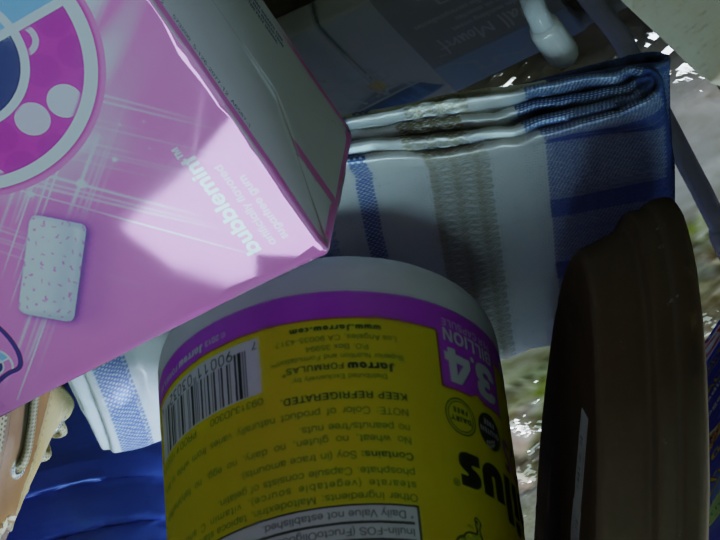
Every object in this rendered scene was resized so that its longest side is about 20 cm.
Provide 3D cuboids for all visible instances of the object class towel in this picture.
[{"bbox_3d":[0.000,0.000,0.792,0.199,0.024,0.147,-12,148,1],"label":"towel"}]

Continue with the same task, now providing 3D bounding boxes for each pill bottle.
[{"bbox_3d":[-0.002,0.104,0.737,0.104,0.201,0.104,-4,148,-3],"label":"pill bottle"}]

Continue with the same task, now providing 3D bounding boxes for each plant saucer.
[{"bbox_3d":[0.070,0.079,0.741,0.029,0.201,0.200,4,147,-1],"label":"plant saucer"}]

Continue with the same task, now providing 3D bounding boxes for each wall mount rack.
[{"bbox_3d":[0.033,-0.036,0.828,0.199,0.075,0.174,-23,149,18],"label":"wall mount rack"}]

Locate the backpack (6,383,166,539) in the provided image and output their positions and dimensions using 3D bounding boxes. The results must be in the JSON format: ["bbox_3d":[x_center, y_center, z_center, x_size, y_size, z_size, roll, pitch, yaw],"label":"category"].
[{"bbox_3d":[-0.115,0.134,0.959,0.199,0.168,0.162,-25,153,12],"label":"backpack"}]

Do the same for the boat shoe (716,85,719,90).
[{"bbox_3d":[0.124,-0.084,0.714,0.063,0.074,0.201,-36,164,3],"label":"boat shoe"}]

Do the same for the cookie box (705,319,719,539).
[{"bbox_3d":[0.157,0.030,0.763,0.075,0.200,0.172,33,96,-4],"label":"cookie box"}]

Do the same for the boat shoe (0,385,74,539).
[{"bbox_3d":[-0.125,0.044,0.837,0.074,0.076,0.201,-10,119,-39],"label":"boat shoe"}]

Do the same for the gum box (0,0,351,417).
[{"bbox_3d":[-0.103,-0.071,0.656,0.113,0.066,0.200,-26,115,20],"label":"gum box"}]

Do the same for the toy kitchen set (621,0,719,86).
[{"bbox_3d":[-0.003,-0.119,0.471,0.180,0.164,0.200,7,144,-27],"label":"toy kitchen set"}]
